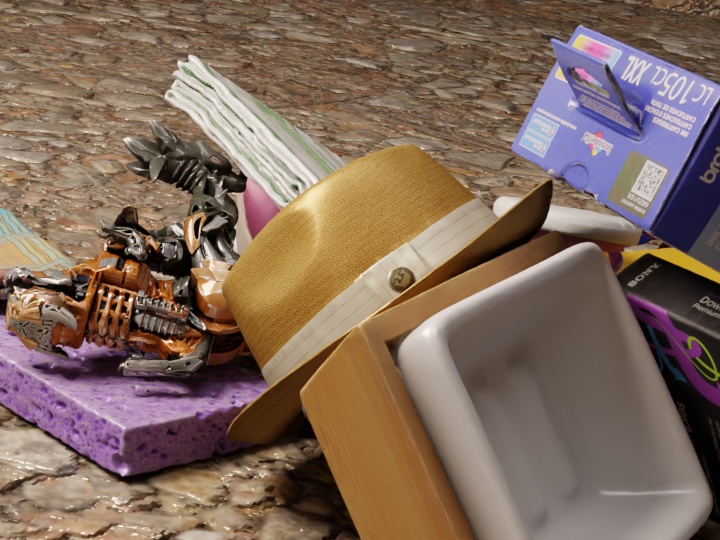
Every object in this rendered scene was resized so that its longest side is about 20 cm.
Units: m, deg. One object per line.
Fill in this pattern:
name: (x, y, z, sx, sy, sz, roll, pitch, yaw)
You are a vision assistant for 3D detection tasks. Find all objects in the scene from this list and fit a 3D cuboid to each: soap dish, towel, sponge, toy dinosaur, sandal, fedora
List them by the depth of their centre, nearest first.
soap dish: (0.066, 0.078, 0.741, 0.081, 0.158, 0.200, -25, -2, 32)
fedora: (0.000, 0.000, 0.830, 0.082, 0.201, 0.200, 51, 28, 7)
toy dinosaur: (-0.091, 0.010, 0.917, 0.199, 0.102, 0.136, 19, 35, -35)
sponge: (-0.144, 0.052, 0.921, 0.111, 0.030, 0.199, -10, 24, -44)
sandal: (0.116, -0.011, 0.979, 0.082, 0.050, 0.203, 9, 1, 7)
towel: (-0.016, -0.041, 0.992, 0.149, 0.031, 0.200, 47, 9, 37)
towel: (-0.254, -0.009, 1.015, 0.146, 0.022, 0.200, -5, 13, -24)

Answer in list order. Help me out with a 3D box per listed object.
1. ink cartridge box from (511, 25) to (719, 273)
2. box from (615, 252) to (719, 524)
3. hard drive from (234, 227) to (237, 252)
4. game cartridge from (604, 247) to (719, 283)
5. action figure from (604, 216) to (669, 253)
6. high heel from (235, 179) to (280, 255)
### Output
ink cartridge box: (0.166, -0.044, 0.816, 0.199, 0.077, 0.136, 24, 9, -30)
box: (0.207, 0.084, 0.798, 0.036, 0.143, 0.200, -36, 37, -22)
hard drive: (0.005, 0.001, 1.160, 0.199, 0.026, 0.132, 1, 19, -21)
game cartridge: (0.172, 0.020, 0.979, 0.199, 0.033, 0.176, -5, 12, 14)
action figure: (0.190, -0.027, 1.169, 0.065, 0.052, 0.200, 0, -13, -38)
high heel: (-0.033, -0.015, 1.049, 0.096, 0.068, 0.201, 6, 43, 7)
